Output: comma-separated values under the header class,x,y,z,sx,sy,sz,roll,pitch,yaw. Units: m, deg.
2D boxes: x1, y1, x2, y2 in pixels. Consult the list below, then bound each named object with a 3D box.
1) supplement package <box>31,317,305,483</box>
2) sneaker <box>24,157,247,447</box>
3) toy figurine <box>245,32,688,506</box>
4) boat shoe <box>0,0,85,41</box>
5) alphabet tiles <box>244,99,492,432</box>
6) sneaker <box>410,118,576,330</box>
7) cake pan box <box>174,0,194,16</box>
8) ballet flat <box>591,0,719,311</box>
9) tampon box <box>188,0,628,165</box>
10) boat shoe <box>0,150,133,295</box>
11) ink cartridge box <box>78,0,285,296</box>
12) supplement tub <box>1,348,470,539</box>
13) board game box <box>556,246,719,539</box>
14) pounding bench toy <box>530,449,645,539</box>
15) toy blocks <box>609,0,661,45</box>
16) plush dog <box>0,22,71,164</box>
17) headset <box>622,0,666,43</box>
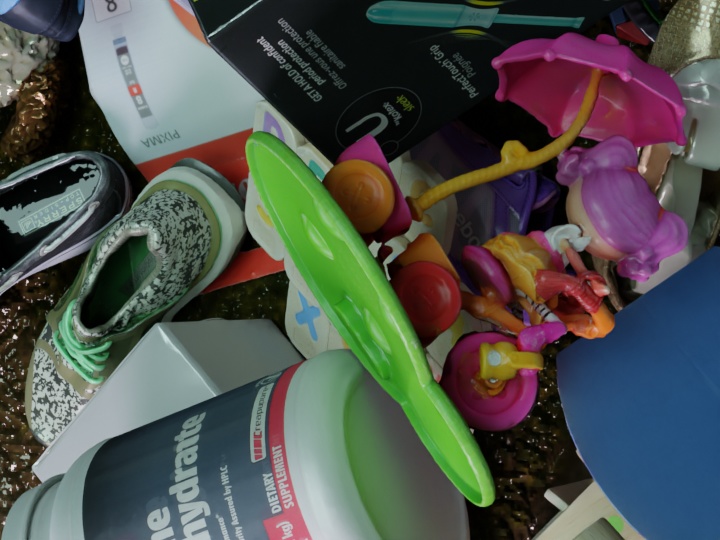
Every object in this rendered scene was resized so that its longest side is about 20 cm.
class,x,y,z,sx,sy,sz,roll,pitch,yaw
supplement package,-0.054,0.136,1.610,0.120,0.121,0.200,-48,69,21
sneaker,-0.145,0.025,1.668,0.077,0.089,0.200,40,119,14
toy figurine,0.077,-0.023,1.378,0.184,0.150,0.200,-32,85,-10
boat shoe,-0.179,-0.198,1.674,0.084,0.069,0.200,-31,37,36
alphabet tiles,0.000,0.000,1.569,0.200,0.015,0.196,47,145,34
sneaker,0.056,-0.044,1.572,0.088,0.080,0.200,-30,81,21
cake pan box,-0.056,-0.232,1.559,0.200,0.052,0.184,-49,23,8
ballet flat,0.164,-0.054,1.475,0.070,0.065,0.200,8,127,-5
tampon box,0.022,-0.169,1.408,0.200,0.150,0.126,-34,52,10
boat shoe,-0.222,-0.007,1.695,0.199,0.068,0.074,-25,79,5
ink cartridge box,-0.073,-0.097,1.657,0.162,0.050,0.200,-15,81,30
supplement tub,-0.061,0.132,1.465,0.200,0.140,0.140,-23,80,25
board game box,0.176,0.082,1.447,0.158,0.200,0.039,50,139,10
pounding bench toy,0.111,0.175,1.470,0.156,0.200,0.124,-46,70,22
toy blocks,0.065,-0.156,1.537,0.200,0.100,0.137,-18,81,3
plush dog,-0.256,-0.133,1.723,0.172,0.160,0.200,-20,82,2
headset,0.205,-0.194,1.471,0.123,0.094,0.200,32,110,-10
